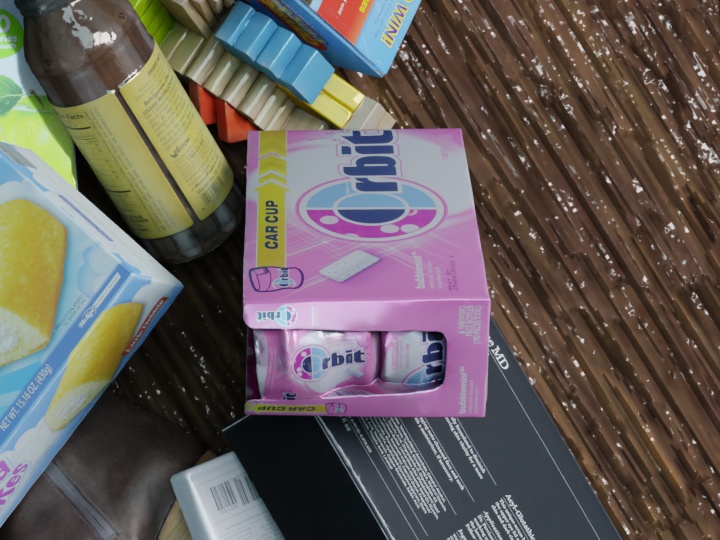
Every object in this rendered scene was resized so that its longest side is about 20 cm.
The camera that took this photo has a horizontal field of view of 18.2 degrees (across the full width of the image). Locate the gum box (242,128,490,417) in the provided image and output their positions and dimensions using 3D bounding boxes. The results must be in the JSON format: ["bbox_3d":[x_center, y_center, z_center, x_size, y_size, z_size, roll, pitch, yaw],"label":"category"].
[{"bbox_3d":[0.000,0.000,1.104,0.113,0.200,0.066,-1,118,-2],"label":"gum box"}]

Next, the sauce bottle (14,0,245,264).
[{"bbox_3d":[-0.127,-0.096,1.137,0.065,0.065,0.200,-34,121,-10],"label":"sauce bottle"}]

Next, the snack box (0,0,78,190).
[{"bbox_3d":[-0.226,-0.128,1.175,0.142,0.053,0.201,-4,86,-10],"label":"snack box"}]

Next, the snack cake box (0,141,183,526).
[{"bbox_3d":[-0.196,0.047,1.111,0.115,0.067,0.200,40,98,17],"label":"snack cake box"}]

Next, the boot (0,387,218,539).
[{"bbox_3d":[-0.160,0.154,1.157,0.166,0.072,0.200,39,78,6],"label":"boot"}]

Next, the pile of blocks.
[{"bbox_3d":[-0.078,-0.111,1.181,0.200,0.082,0.062,34,83,-3],"label":"pile of blocks"}]

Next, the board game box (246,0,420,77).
[{"bbox_3d":[-0.016,-0.233,1.153,0.056,0.196,0.201,18,78,37],"label":"board game box"}]

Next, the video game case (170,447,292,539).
[{"bbox_3d":[-0.006,0.177,1.156,0.143,0.018,0.201,-19,86,-43],"label":"video game case"}]

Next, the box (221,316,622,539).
[{"bbox_3d":[0.043,0.127,1.146,0.141,0.079,0.200,-29,89,-41],"label":"box"}]
